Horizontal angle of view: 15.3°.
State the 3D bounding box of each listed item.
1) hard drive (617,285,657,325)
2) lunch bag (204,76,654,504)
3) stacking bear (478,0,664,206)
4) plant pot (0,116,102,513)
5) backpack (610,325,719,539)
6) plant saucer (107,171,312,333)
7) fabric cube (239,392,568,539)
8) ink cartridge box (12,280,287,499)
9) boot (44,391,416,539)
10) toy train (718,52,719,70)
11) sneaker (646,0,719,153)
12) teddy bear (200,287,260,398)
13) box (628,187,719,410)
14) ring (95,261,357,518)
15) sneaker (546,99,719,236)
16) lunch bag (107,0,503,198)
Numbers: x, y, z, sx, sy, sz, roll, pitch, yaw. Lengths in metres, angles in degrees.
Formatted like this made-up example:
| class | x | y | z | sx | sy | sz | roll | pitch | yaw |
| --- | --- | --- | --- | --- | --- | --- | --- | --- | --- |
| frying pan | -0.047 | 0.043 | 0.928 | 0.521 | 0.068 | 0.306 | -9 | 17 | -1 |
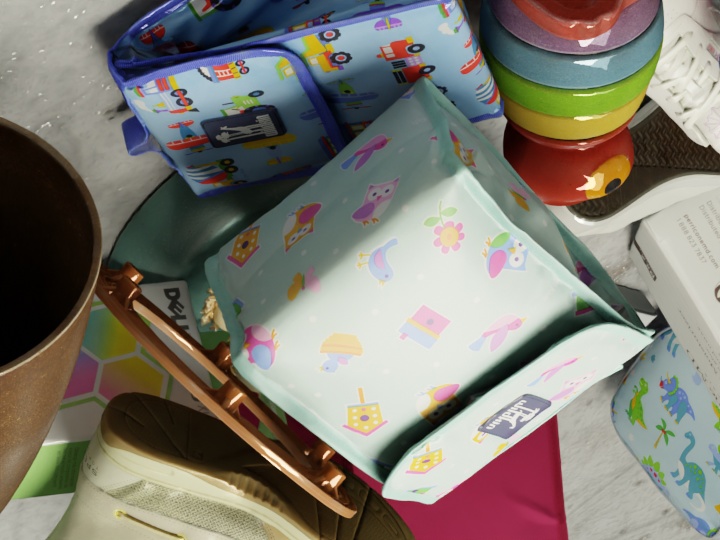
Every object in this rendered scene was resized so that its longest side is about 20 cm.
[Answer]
| class | x | y | z | sx | sy | sz | roll | pitch | yaw |
| --- | --- | --- | --- | --- | --- | --- | --- | --- | --- |
| hard drive | 0.110 | 0.082 | 1.946 | 0.200 | 0.027 | 0.132 | -46 | 149 | 21 |
| lunch bag | 0.043 | 0.028 | 1.444 | 0.170 | 0.122 | 0.200 | -38 | 122 | 12 |
| stacking bear | 0.122 | -0.117 | 1.536 | 0.121 | 0.114 | 0.200 | -33 | 146 | -26 |
| plant pot | -0.226 | 0.050 | 1.377 | 0.186 | 0.187 | 0.200 | -20 | 144 | -21 |
| backpack | 0.298 | 0.096 | 1.994 | 0.147 | 0.183 | 0.200 | -5 | 136 | -42 |
| plant saucer | -0.057 | -0.015 | 1.622 | 0.199 | 0.036 | 0.200 | -24 | 151 | -14 |
| fabric cube | -0.004 | 0.168 | 1.691 | 0.196 | 0.201 | 0.199 | 29 | 134 | -34 |
| ink cartridge box | -0.138 | 0.067 | 1.548 | 0.199 | 0.104 | 0.059 | -5 | 144 | -16 |
| boot | -0.081 | 0.167 | 1.511 | 0.199 | 0.072 | 0.155 | 24 | 121 | -12 |
| toy train | 0.264 | -0.153 | 1.645 | 0.200 | 0.046 | 0.034 | -45 | 126 | -50 |
| sneaker | 0.206 | -0.128 | 1.639 | 0.075 | 0.100 | 0.200 | -39 | 148 | 18 |
| teddy bear | 0.000 | 0.000 | 1.534 | 0.200 | 0.067 | 0.145 | -38 | 132 | 3 |
| box | 0.320 | 0.010 | 1.836 | 0.199 | 0.199 | 0.131 | -30 | 171 | -4 |
| ring | -0.072 | 0.057 | 1.415 | 0.019 | 0.200 | 0.200 | -47 | 150 | 2 |
| sneaker | 0.189 | -0.074 | 1.761 | 0.199 | 0.073 | 0.085 | -20 | 175 | -27 |
| lunch bag | -0.040 | -0.114 | 1.452 | 0.199 | 0.094 | 0.151 | -23 | 155 | 6 |
